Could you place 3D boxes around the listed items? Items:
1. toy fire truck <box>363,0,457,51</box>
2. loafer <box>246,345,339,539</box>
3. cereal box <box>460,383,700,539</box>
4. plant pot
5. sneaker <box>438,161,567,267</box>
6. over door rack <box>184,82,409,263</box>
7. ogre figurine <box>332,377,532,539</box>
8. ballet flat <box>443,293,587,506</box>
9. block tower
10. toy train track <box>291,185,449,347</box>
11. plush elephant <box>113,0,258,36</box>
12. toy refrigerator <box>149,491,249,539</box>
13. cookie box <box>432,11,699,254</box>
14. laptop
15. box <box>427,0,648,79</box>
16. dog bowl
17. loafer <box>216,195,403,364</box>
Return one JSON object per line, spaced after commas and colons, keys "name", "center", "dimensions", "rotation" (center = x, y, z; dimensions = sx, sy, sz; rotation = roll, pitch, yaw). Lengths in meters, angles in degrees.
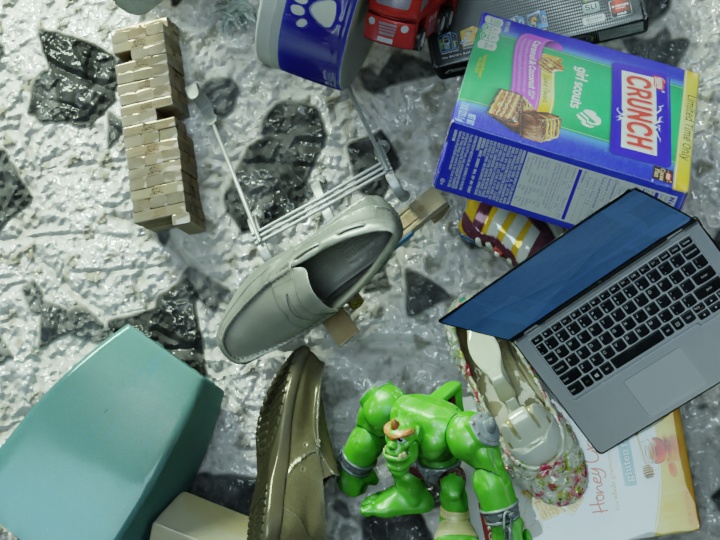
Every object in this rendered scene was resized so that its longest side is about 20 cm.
{"name": "toy fire truck", "center": [0.061, -0.277, 1.256], "dimensions": [0.048, 0.200, 0.143], "rotation": [16, 115, 13]}
{"name": "loafer", "center": [-0.054, 0.164, 1.294], "dimensions": [0.067, 0.076, 0.202], "rotation": [18, 62, -18]}
{"name": "cereal box", "center": [0.183, 0.168, 1.275], "dimensions": [0.198, 0.040, 0.146], "rotation": [-11, 80, 10]}
{"name": "plant pot", "center": [-0.219, 0.161, 1.310], "dimensions": [0.141, 0.141, 0.201], "rotation": [33, 83, 13]}
{"name": "sneaker", "center": [0.137, -0.026, 1.294], "dimensions": [0.089, 0.075, 0.202], "rotation": [-22, 71, 7]}
{"name": "over door rack", "center": [-0.055, -0.113, 1.349], "dimensions": [0.147, 0.067, 0.201], "rotation": [-28, 66, 5]}
{"name": "ogre figurine", "center": [0.056, 0.161, 1.247], "dimensions": [0.097, 0.200, 0.121], "rotation": [-12, 111, -27]}
{"name": "ballet flat", "center": [0.125, 0.109, 1.244], "dimensions": [0.075, 0.064, 0.201], "rotation": [-32, 74, 3]}
{"name": "block tower", "center": [-0.191, -0.134, 1.378], "dimensions": [0.057, 0.054, 0.203], "rotation": [-12, 81, 10]}
{"name": "toy train track", "center": [0.000, 0.000, 1.327], "dimensions": [0.199, 0.033, 0.115], "rotation": [-40, 57, 5]}
{"name": "plush elephant", "center": [-0.169, -0.316, 1.342], "dimensions": [0.164, 0.155, 0.201], "rotation": [-34, 78, 5]}
{"name": "toy refrigerator", "center": [-0.086, 0.272, 1.294], "dimensions": [0.198, 0.070, 0.077], "rotation": [19, 113, 13]}
{"name": "cookie box", "center": [0.176, -0.118, 1.234], "dimensions": [0.198, 0.076, 0.172], "rotation": [17, 43, 2]}
{"name": "laptop", "center": [0.200, 0.047, 1.153], "dimensions": [0.187, 0.116, 0.201], "rotation": [-35, 98, 24]}
{"name": "box", "center": [0.149, -0.275, 1.333], "dimensions": [0.198, 0.044, 0.162], "rotation": [-11, 82, 10]}
{"name": "dog bowl", "center": [-0.017, -0.260, 1.253], "dimensions": [0.078, 0.200, 0.202], "rotation": [20, 87, 5]}
{"name": "loafer", "center": [-0.046, 0.013, 1.269], "dimensions": [0.200, 0.070, 0.070], "rotation": [-42, 109, 11]}
